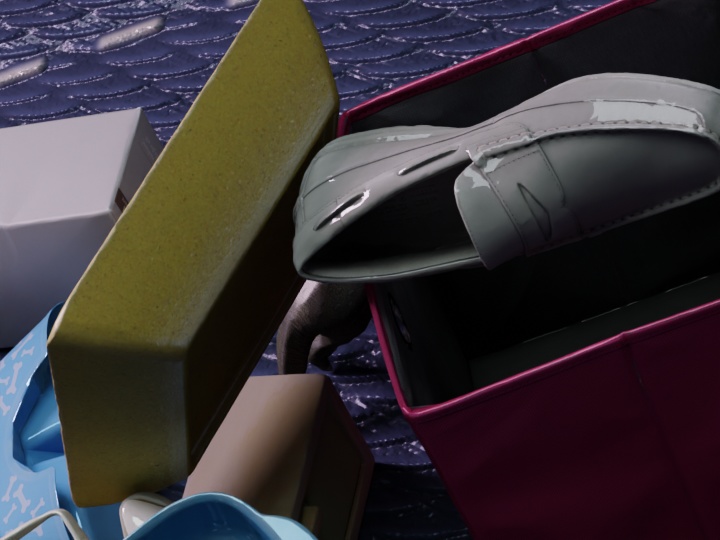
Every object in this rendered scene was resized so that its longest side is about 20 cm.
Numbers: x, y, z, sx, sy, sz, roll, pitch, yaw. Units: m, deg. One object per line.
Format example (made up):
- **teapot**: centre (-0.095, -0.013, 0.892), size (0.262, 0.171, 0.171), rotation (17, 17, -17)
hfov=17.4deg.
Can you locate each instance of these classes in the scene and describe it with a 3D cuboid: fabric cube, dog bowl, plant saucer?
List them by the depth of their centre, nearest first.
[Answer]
- **plant saucer**: centre (-0.064, 0.001, 1.050), size (0.048, 0.200, 0.201), rotation (26, 65, 9)
- **fabric cube**: centre (0.122, 0.022, 1.075), size (0.198, 0.200, 0.197), rotation (-20, 46, 8)
- **dog bowl**: centre (-0.142, 0.109, 1.194), size (0.049, 0.111, 0.201), rotation (-29, 43, 17)

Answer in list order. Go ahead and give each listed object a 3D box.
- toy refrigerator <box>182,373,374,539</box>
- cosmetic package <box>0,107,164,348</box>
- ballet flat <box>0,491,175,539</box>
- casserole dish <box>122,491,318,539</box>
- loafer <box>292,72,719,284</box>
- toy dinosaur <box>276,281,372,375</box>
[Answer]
- **toy refrigerator**: centre (-0.049, 0.152, 1.129), size (0.069, 0.076, 0.201), rotation (-4, 49, 23)
- **cosmetic package**: centre (-0.198, -0.018, 1.333), size (0.198, 0.107, 0.091), rotation (-7, 47, 18)
- **ballet flat**: centre (-0.113, 0.134, 1.065), size (0.198, 0.067, 0.064), rotation (-18, 83, 11)
- **casserole dish**: centre (-0.087, 0.186, 0.992), size (0.200, 0.039, 0.121), rotation (-42, 72, -3)
- **loafer**: centre (0.063, -0.030, 0.961), size (0.199, 0.070, 0.070), rotation (-12, 40, 29)
- **toy dinosaur**: centre (0.000, 0.000, 1.216), size (0.199, 0.102, 0.077), rotation (-31, 71, -4)
